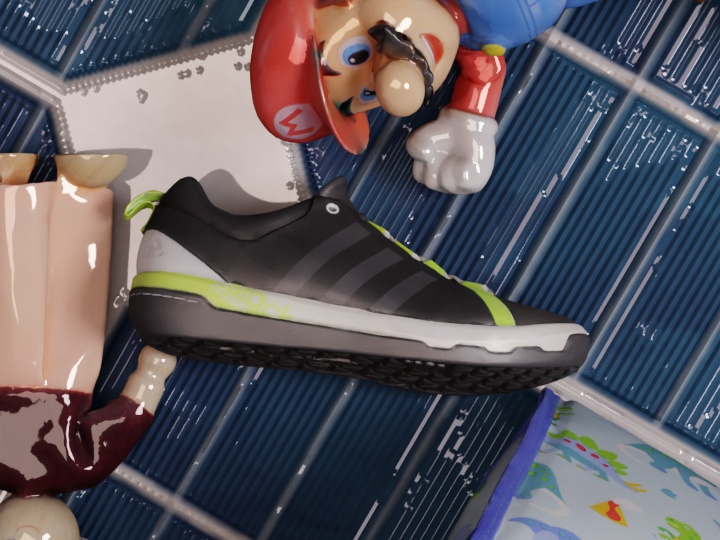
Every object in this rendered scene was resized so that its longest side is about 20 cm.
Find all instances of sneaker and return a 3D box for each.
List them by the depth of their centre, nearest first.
[{"bbox_3d":[0.000,0.000,1.151,0.200,0.072,0.083,8,76,-6],"label":"sneaker"}]

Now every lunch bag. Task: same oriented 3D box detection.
[{"bbox_3d":[0.108,0.146,1.089,0.170,0.200,0.127,32,96,2],"label":"lunch bag"}]

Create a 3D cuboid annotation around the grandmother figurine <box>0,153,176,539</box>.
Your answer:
[{"bbox_3d":[-0.141,0.050,1.177,0.121,0.061,0.200,0,91,14],"label":"grandmother figurine"}]

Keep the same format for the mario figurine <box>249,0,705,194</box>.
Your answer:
[{"bbox_3d":[0.050,-0.101,1.125,0.200,0.106,0.123,-26,91,5],"label":"mario figurine"}]
